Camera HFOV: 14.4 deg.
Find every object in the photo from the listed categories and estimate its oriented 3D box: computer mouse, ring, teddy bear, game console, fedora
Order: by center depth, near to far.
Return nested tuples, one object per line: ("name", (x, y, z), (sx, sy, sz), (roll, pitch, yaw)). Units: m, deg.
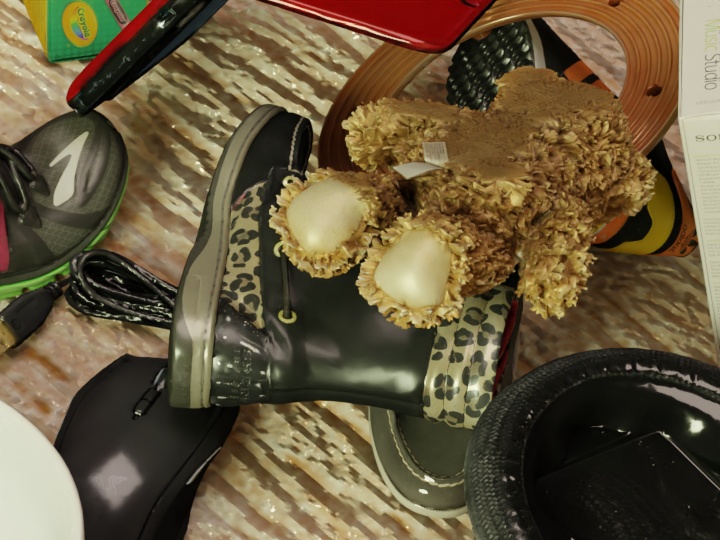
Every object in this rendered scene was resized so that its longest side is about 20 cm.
("fedora", (0.131, 0.132, 1.243), (0.200, 0.092, 0.201), (7, 47, -8))
("teddy bear", (0.047, -0.026, 1.277), (0.144, 0.067, 0.200), (14, 31, 16))
("computer mouse", (-0.122, 0.057, 1.318), (0.140, 0.046, 0.200), (22, 44, 12))
("ring", (0.074, -0.081, 1.426), (0.200, 0.019, 0.201), (-17, 39, 14))
("game console", (-0.030, -0.125, 1.454), (0.119, 0.172, 0.200), (47, 25, -3))

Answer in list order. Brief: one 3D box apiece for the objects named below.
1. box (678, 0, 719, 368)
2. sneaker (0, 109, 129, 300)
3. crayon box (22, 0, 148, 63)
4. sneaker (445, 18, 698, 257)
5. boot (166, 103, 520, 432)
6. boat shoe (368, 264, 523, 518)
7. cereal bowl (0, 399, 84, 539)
("box", (0.182, -0.042, 1.366), (0.036, 0.201, 0.145), (-4, 40, 11))
("sneaker", (-0.189, -0.031, 1.374), (0.077, 0.084, 0.200), (37, 49, 27))
("crayon box", (-0.152, -0.226, 1.506), (0.058, 0.200, 0.119), (-9, 45, -17))
("sneaker", (0.113, -0.069, 1.495), (0.090, 0.070, 0.200), (22, 24, -32))
("boot", (0.000, 0.002, 1.332), (0.153, 0.074, 0.204), (8, 37, 6))
("boat shoe", (0.044, 0.030, 1.367), (0.067, 0.057, 0.200), (10, 42, 1))
("cereal bowl", (-0.215, 0.134, 1.189), (0.199, 0.084, 0.201), (4, 43, -4))
